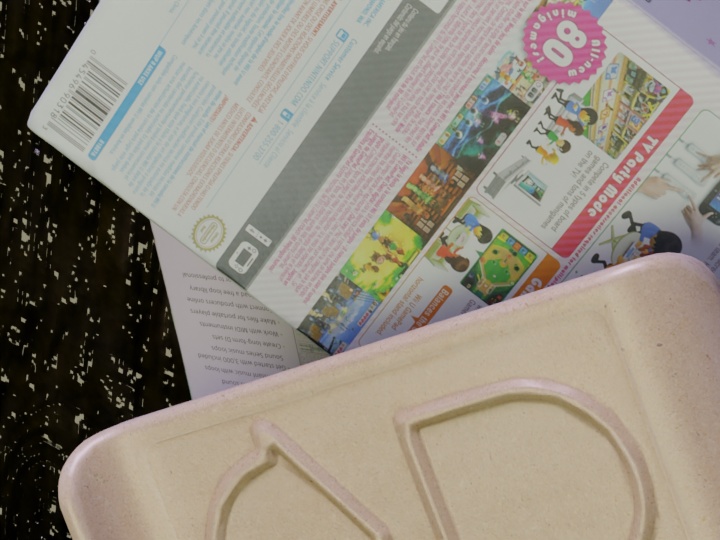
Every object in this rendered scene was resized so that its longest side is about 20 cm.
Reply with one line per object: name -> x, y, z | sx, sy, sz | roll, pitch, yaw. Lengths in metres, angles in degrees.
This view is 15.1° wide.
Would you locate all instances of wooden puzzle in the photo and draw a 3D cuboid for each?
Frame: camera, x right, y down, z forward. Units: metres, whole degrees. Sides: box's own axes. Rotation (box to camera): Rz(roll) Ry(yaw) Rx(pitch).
wooden puzzle -> 0.035, 0.105, 0.750 | 0.199, 0.046, 0.186 | -19, 96, 23

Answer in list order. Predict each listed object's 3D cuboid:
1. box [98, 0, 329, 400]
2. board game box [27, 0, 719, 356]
box -> 0.000, 0.000, 0.861 | 0.144, 0.036, 0.201 | 7, 118, 34
board game box -> 0.030, -0.043, 0.751 | 0.200, 0.064, 0.148 | 38, 123, 0
